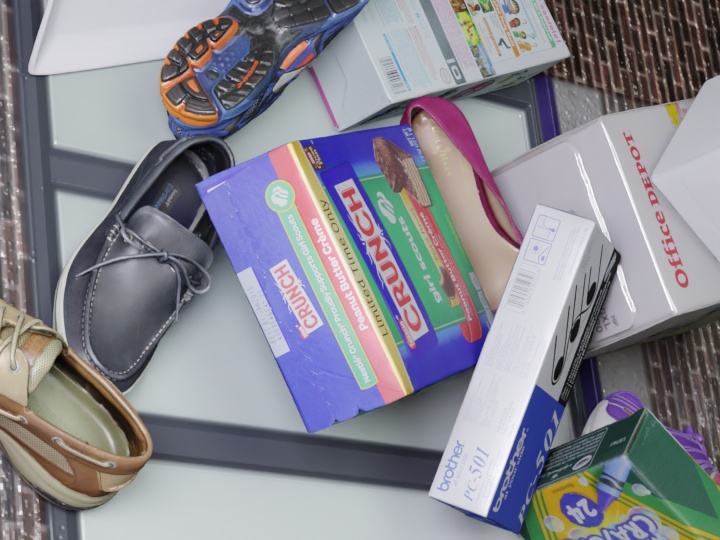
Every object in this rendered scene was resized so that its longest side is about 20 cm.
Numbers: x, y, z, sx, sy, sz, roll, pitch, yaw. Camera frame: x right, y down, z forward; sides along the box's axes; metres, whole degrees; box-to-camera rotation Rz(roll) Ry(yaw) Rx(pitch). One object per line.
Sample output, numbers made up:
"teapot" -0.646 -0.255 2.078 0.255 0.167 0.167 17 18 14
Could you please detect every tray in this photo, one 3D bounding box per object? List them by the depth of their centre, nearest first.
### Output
"tray" -0.126 -0.184 1.474 0.200 0.107 0.022 -14 46 -45

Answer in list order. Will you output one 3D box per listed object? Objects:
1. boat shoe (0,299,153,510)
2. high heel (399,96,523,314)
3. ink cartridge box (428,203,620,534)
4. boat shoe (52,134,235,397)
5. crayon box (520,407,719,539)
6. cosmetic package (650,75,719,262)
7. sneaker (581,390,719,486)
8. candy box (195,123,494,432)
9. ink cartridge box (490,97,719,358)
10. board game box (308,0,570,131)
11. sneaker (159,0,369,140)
"boat shoe" -0.196 0.052 1.299 0.200 0.074 0.076 41 48 -19
"high heel" 0.074 -0.021 1.559 0.200 0.067 0.096 66 14 11
"ink cartridge box" 0.108 0.065 1.494 0.200 0.044 0.094 -69 160 -7
"boat shoe" -0.128 -0.008 1.399 0.075 0.062 0.200 41 49 -22
"crayon box" 0.204 0.193 1.547 0.200 0.126 0.052 46 47 -15
"cosmetic package" 0.340 -0.055 1.533 0.199 0.200 0.123 48 49 -15
"sneaker" 0.241 0.157 1.636 0.200 0.081 0.083 44 41 -16
"candy box" 0.000 0.000 1.451 0.169 0.077 0.200 66 24 3
"ink cartridge box" 0.206 -0.030 1.646 0.200 0.145 0.147 -12 79 -45
"board game box" 0.040 -0.190 1.638 0.200 0.064 0.148 -18 83 -44
"sneaker" -0.063 -0.150 1.502 0.075 0.078 0.200 42 60 12
